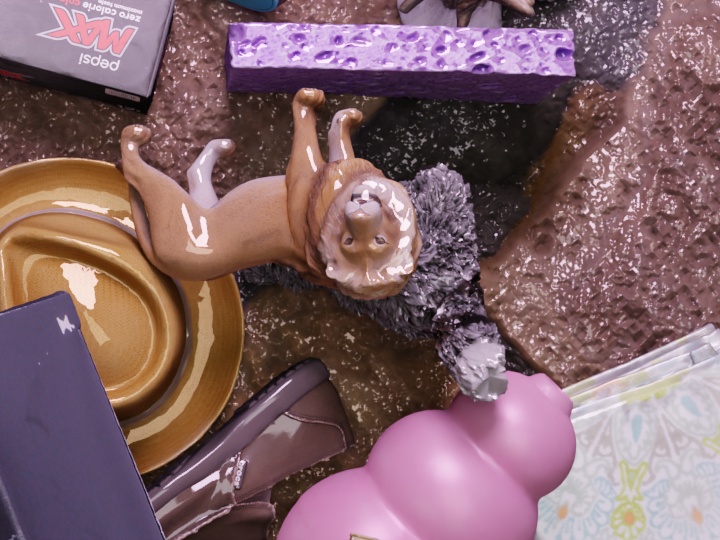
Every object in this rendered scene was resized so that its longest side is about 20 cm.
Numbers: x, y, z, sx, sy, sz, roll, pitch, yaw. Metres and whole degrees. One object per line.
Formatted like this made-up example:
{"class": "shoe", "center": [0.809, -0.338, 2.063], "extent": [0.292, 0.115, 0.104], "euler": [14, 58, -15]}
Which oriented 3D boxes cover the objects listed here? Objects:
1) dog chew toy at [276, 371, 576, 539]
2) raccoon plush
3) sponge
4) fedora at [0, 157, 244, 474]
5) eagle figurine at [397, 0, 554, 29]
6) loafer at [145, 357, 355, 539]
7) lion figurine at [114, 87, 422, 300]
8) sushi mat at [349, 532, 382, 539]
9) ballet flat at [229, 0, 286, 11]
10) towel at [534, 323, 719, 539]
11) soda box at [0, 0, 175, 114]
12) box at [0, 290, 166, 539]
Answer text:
{"class": "dog chew toy", "center": [0.044, 0.139, 1.046], "extent": [0.125, 0.125, 0.200], "euler": [44, 95, -2]}
{"class": "raccoon plush", "center": [0.000, 0.000, 1.042], "extent": [0.134, 0.200, 0.097], "euler": [-3, 112, -8]}
{"class": "sponge", "center": [0.019, -0.123, 1.082], "extent": [0.199, 0.112, 0.030], "euler": [1, 87, -7]}
{"class": "fedora", "center": [-0.163, 0.027, 1.061], "extent": [0.200, 0.082, 0.201], "euler": [1, 85, -7]}
{"class": "eagle figurine", "center": [0.103, -0.234, 1.111], "extent": [0.200, 0.151, 0.152], "euler": [-58, 139, -36]}
{"class": "loafer", "center": [-0.081, 0.137, 1.067], "extent": [0.200, 0.073, 0.071], "euler": [-41, 92, -8]}
{"class": "lion figurine", "center": [-0.057, -0.029, 1.018], "extent": [0.200, 0.072, 0.123], "euler": [-12, 68, 29]}
{"class": "sushi mat", "center": [0.070, 0.211, 1.001], "extent": [0.200, 0.012, 0.096], "euler": [17, 94, -17]}
{"class": "ballet flat", "center": [-0.124, -0.227, 1.098], "extent": [0.200, 0.074, 0.074], "euler": [26, 83, -8]}
{"class": "towel", "center": [0.184, 0.153, 1.115], "extent": [0.171, 0.048, 0.200], "euler": [-21, 88, -5]}
{"class": "soda box", "center": [-0.213, -0.153, 1.080], "extent": [0.199, 0.063, 0.071], "euler": [14, 84, -6]}
{"class": "box", "center": [-0.223, 0.143, 0.983], "extent": [0.200, 0.117, 0.197], "euler": [-24, 88, 28]}
